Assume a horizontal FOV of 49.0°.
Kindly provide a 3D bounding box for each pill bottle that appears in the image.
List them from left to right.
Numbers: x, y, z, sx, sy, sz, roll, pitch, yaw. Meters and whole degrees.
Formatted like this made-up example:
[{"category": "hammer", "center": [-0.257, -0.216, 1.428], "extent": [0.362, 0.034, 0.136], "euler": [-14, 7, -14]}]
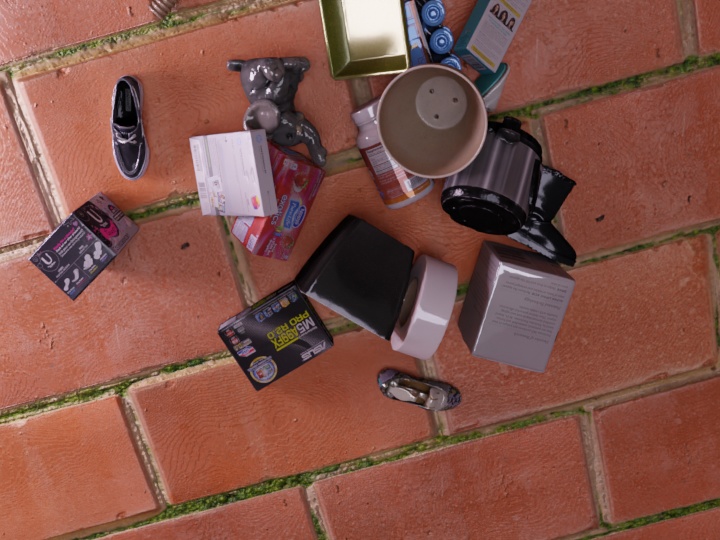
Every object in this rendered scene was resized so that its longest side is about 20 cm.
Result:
[{"category": "pill bottle", "center": [0.059, -0.233, 1.542], "extent": [0.111, 0.112, 0.202], "euler": [-25, 106, 5]}]

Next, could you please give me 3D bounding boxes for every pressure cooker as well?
[{"category": "pressure cooker", "center": [0.255, -0.191, 1.507], "extent": [0.178, 0.174, 0.203], "euler": [32, 68, -39]}]

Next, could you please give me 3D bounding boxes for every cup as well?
[{"category": "cup", "center": [0.140, -0.288, 1.441], "extent": [0.196, 0.144, 0.204], "euler": [6, 117, 12]}]

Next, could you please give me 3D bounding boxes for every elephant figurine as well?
[{"category": "elephant figurine", "center": [-0.157, -0.299, 1.497], "extent": [0.139, 0.154, 0.204], "euler": [-10, 106, -30]}]

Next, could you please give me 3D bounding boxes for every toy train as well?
[{"category": "toy train", "center": [0.122, -0.428, 1.504], "extent": [0.112, 0.087, 0.203], "euler": [-16, 109, 12]}]

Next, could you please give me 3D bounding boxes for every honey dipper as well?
[{"category": "honey dipper", "center": [-0.319, -0.556, 1.466], "extent": [0.038, 0.038, 0.200], "euler": [39, 100, -13]}]

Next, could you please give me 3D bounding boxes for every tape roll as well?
[{"category": "tape roll", "center": [0.127, 0.075, 1.591], "extent": [0.070, 0.203, 0.206], "euler": [17, 105, -8]}]

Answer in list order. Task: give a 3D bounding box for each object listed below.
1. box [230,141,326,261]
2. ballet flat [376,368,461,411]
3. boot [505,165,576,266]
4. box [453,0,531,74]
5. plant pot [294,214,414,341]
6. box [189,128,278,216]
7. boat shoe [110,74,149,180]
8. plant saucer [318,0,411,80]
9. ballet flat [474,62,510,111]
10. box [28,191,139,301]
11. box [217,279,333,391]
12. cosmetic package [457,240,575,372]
[{"category": "box", "center": [-0.163, -0.134, 1.551], "extent": [0.094, 0.099, 0.203], "euler": [11, 109, -44]}, {"category": "ballet flat", "center": [0.130, 0.272, 1.719], "extent": [0.197, 0.072, 0.073], "euler": [17, 105, -8]}, {"category": "boot", "center": [0.390, -0.116, 1.618], "extent": [0.196, 0.073, 0.165], "euler": [25, 98, -11]}, {"category": "box", "center": [0.255, -0.476, 1.470], "extent": [0.082, 0.049, 0.202], "euler": [30, 84, -29]}, {"category": "plant pot", "center": [0.000, 0.000, 1.577], "extent": [0.197, 0.200, 0.179], "euler": [30, 90, -11]}, {"category": "box", "center": [-0.244, -0.184, 1.506], "extent": [0.041, 0.198, 0.159], "euler": [-19, 106, -42]}, {"category": "boat shoe", "center": [-0.449, -0.272, 1.527], "extent": [0.070, 0.068, 0.204], "euler": [4, 107, -4]}, {"category": "plant saucer", "center": [0.015, -0.465, 1.460], "extent": [0.197, 0.048, 0.204], "euler": [7, 113, 42]}, {"category": "ballet flat", "center": [0.226, -0.321, 1.555], "extent": [0.069, 0.070, 0.200], "euler": [43, 104, -14]}, {"category": "box", "center": [-0.526, -0.055, 1.519], "extent": [0.132, 0.200, 0.115], "euler": [-43, 105, 10]}, {"category": "box", "center": [-0.179, 0.138, 1.676], "extent": [0.198, 0.044, 0.162], "euler": [-30, 105, 6]}, {"category": "cosmetic package", "center": [0.313, 0.070, 1.617], "extent": [0.162, 0.165, 0.204], "euler": [13, 107, -7]}]
